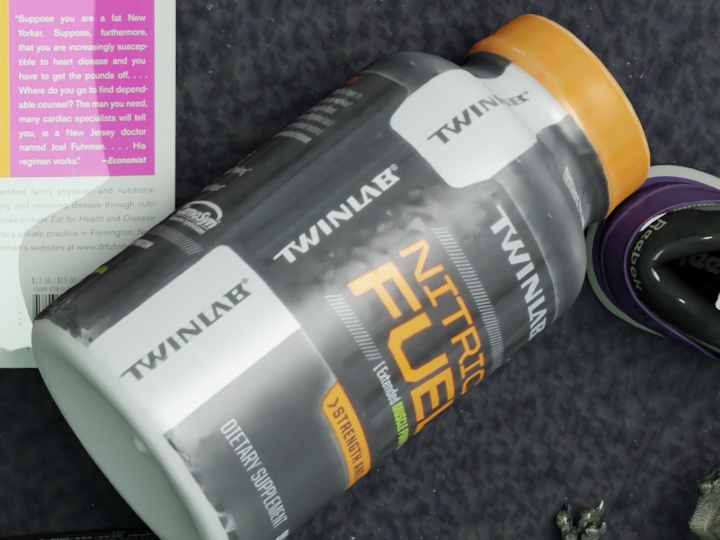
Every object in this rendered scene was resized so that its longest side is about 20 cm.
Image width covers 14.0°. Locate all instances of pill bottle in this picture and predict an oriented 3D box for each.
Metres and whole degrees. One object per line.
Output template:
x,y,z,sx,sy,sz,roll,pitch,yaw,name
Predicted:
0.000,0.000,0.950,0.200,0.106,0.106,-38,101,-16,pill bottle

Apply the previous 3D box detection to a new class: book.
-0.127,-0.068,0.968,0.133,0.048,0.201,0,100,-8,book

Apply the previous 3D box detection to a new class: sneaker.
0.177,0.021,0.993,0.199,0.088,0.076,12,97,-9,sneaker

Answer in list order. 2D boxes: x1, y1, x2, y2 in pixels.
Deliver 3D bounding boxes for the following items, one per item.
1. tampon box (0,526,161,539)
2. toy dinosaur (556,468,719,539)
-0.101,0.198,0.966,0.149,0.126,0.201,-3,99,-6,tampon box
0.117,0.115,1.024,0.200,0.047,0.088,-25,107,1,toy dinosaur
